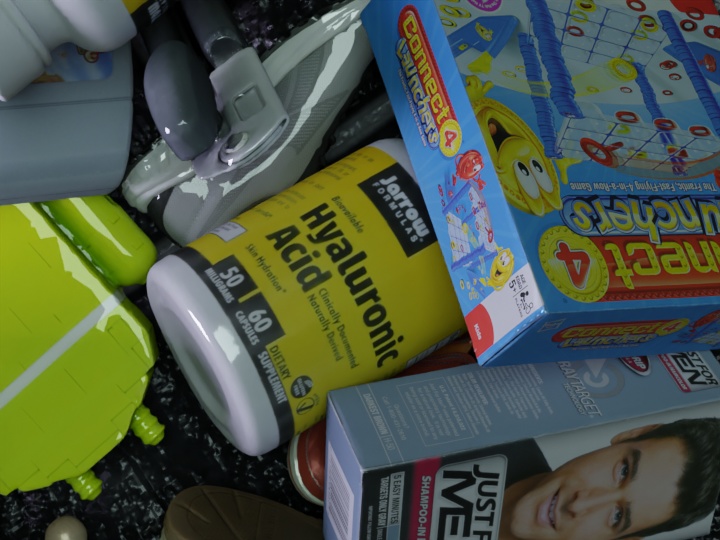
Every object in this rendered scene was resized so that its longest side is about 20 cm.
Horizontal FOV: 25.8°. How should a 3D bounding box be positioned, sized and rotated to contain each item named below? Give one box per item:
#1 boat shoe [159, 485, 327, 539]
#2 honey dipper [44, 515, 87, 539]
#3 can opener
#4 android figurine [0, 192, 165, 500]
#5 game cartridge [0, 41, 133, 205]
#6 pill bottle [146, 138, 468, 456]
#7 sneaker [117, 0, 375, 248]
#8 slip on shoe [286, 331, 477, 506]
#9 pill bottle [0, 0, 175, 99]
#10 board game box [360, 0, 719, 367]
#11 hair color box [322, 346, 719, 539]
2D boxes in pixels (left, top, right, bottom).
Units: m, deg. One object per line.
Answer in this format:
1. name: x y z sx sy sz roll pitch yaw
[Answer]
1. boat shoe: -0.012 0.174 0.826 0.199 0.071 0.065 20 119 -1
2. honey dipper: -0.098 0.209 0.830 0.038 0.038 0.200 -43 83 -6
3. can opener: -0.084 -0.114 0.792 0.052 0.200 0.067 -33 127 6
4. android figurine: -0.189 0.032 0.827 0.182 0.041 0.200 -43 98 2
5. game cartridge: -0.187 -0.133 0.796 0.132 0.042 0.201 -9 79 -24
6. pill bottle: 0.000 0.000 0.808 0.199 0.111 0.112 -31 86 -17
7. sneaker: -0.034 -0.084 0.848 0.200 0.074 0.079 -40 96 1
8. slip on shoe: 0.052 0.065 0.836 0.199 0.061 0.074 -24 87 -3
9. pill bottle: -0.115 -0.174 0.730 0.200 0.111 0.111 -41 87 -7
10. board game box: 0.120 -0.057 0.780 0.199 0.056 0.197 -2 63 -34
11. hair color box: 0.084 0.098 0.790 0.199 0.061 0.100 -10 129 -16
